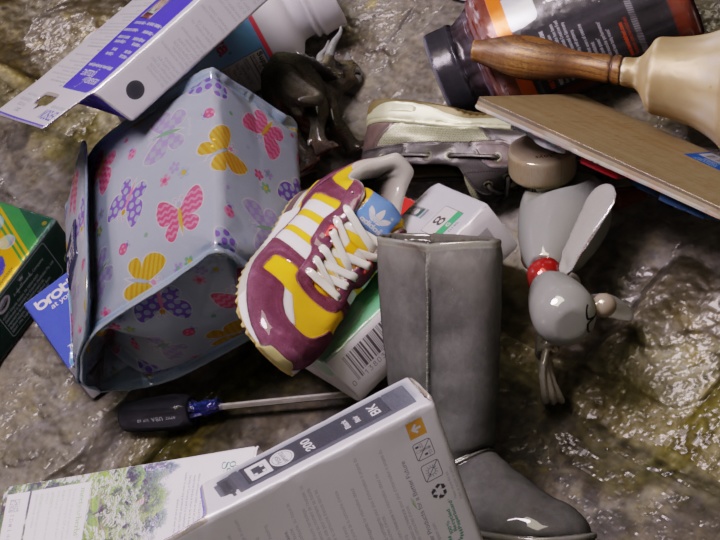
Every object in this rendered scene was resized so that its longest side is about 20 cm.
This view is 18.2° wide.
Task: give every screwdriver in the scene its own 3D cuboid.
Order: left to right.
[{"bbox_3d":[-0.087,0.094,1.633,0.199,0.028,0.029,-12,76,21],"label":"screwdriver"}]

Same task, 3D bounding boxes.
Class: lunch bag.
[{"bbox_3d":[-0.144,-0.021,1.628,0.200,0.127,0.170,-29,50,33],"label":"lunch bag"}]

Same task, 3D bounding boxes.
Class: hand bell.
[{"bbox_3d":[0.177,-0.144,1.618,0.199,0.104,0.104,8,55,14],"label":"hand bell"}]

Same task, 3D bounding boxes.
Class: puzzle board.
[{"bbox_3d":[0.196,-0.079,1.558,0.200,0.151,0.017,28,109,28],"label":"puzzle board"}]

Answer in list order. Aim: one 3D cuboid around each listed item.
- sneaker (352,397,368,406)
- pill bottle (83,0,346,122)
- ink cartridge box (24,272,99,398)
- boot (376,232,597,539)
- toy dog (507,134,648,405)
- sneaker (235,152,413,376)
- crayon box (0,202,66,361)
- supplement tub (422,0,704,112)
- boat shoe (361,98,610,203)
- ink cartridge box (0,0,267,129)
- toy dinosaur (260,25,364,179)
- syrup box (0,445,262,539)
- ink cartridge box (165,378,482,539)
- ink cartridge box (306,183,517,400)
[{"bbox_3d":[-0.016,0.178,1.438,0.076,0.091,0.201,6,81,42],"label":"sneaker"},{"bbox_3d":[-0.117,-0.190,1.837,0.200,0.109,0.109,-30,45,1],"label":"pill bottle"},{"bbox_3d":[-0.154,0.003,1.735,0.200,0.044,0.094,-38,44,-6],"label":"ink cartridge box"},{"bbox_3d":[0.080,0.079,1.463,0.181,0.072,0.201,9,91,31],"label":"boot"},{"bbox_3d":[0.158,-0.015,1.540,0.096,0.132,0.200,-8,51,4],"label":"toy dog"},{"bbox_3d":[-0.019,-0.013,1.522,0.090,0.075,0.200,-33,23,32],"label":"sneaker"},{"bbox_3d":[-0.342,-0.003,1.832,0.200,0.052,0.126,16,61,36],"label":"crayon box"},{"bbox_3d":[0.151,-0.183,1.696,0.199,0.107,0.107,-22,46,8],"label":"supplement tub"},{"bbox_3d":[0.094,-0.081,1.670,0.200,0.072,0.066,10,80,20],"label":"boat shoe"},{"bbox_3d":[-0.170,-0.161,1.678,0.200,0.043,0.198,-40,18,-9],"label":"ink cartridge box"},{"bbox_3d":[-0.048,-0.130,1.735,0.077,0.200,0.103,-29,85,16],"label":"toy dinosaur"},{"bbox_3d":[-0.148,0.187,1.549,0.199,0.082,0.079,-10,50,18],"label":"syrup box"},{"bbox_3d":[-0.019,0.195,1.364,0.200,0.199,0.043,-27,27,-13],"label":"ink cartridge box"},{"bbox_3d":[0.000,0.000,1.613,0.161,0.050,0.200,-44,30,-11],"label":"ink cartridge box"}]
